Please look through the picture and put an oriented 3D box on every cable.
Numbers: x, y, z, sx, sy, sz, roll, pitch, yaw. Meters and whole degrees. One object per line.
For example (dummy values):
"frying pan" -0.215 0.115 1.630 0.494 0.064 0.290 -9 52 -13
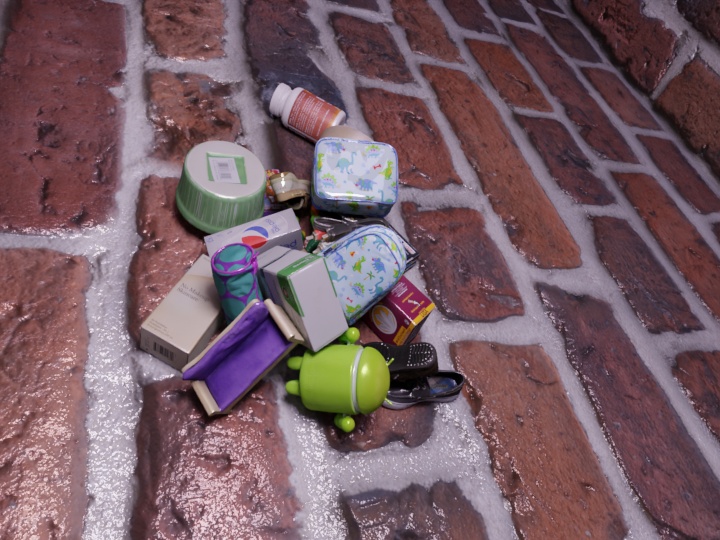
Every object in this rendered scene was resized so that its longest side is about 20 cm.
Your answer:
"cable" -0.030 -0.083 1.185 0.196 0.051 0.097 -17 52 -39

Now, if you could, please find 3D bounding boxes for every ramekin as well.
"ramekin" -0.295 -0.184 1.174 0.193 0.099 0.205 13 48 -15

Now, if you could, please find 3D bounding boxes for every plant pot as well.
"plant pot" -0.041 -0.232 1.346 0.196 0.201 0.137 27 68 0

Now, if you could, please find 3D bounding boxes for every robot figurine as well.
"robot figurine" -0.035 0.194 0.980 0.193 0.116 0.182 0 80 16

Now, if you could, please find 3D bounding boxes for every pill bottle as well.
"pill bottle" -0.147 -0.428 1.499 0.196 0.114 0.113 29 45 1

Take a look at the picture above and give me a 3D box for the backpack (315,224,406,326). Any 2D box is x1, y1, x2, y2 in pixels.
"backpack" 0.000 0.000 1.058 0.196 0.154 0.166 -31 88 -7

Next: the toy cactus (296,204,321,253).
"toy cactus" -0.109 -0.053 1.210 0.199 0.103 0.165 40 62 14

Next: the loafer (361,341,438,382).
"loafer" 0.065 0.188 1.051 0.072 0.195 0.074 55 45 -34

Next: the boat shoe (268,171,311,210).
"boat shoe" -0.153 -0.173 1.253 0.199 0.072 0.069 2 77 -72

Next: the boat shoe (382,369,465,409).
"boat shoe" 0.124 0.230 1.091 0.193 0.067 0.072 5 48 -21

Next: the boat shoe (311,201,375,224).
"boat shoe" -0.025 -0.116 1.261 0.200 0.074 0.064 39 78 1

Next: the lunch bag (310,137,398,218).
"lunch bag" -0.012 -0.210 1.212 0.192 0.083 0.167 3 71 -12

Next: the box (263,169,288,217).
"box" -0.270 -0.176 1.276 0.194 0.040 0.140 -5 54 -28

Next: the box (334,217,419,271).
"box" 0.025 -0.063 1.311 0.200 0.047 0.157 45 48 17

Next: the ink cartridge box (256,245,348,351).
"ink cartridge box" -0.122 0.044 1.010 0.082 0.151 0.198 -29 23 -26

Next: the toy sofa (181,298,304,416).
"toy sofa" -0.198 0.147 0.918 0.083 0.199 0.097 48 4 21

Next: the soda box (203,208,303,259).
"soda box" -0.219 -0.057 1.133 0.194 0.069 0.064 -20 55 -14

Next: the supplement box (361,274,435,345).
"supplement box" 0.049 0.060 1.171 0.199 0.112 0.085 43 47 15

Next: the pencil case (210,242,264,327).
"pencil case" -0.208 0.055 0.989 0.089 0.205 0.086 3 37 15

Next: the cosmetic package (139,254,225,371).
"cosmetic package" -0.310 0.077 1.018 0.101 0.074 0.203 27 46 0
